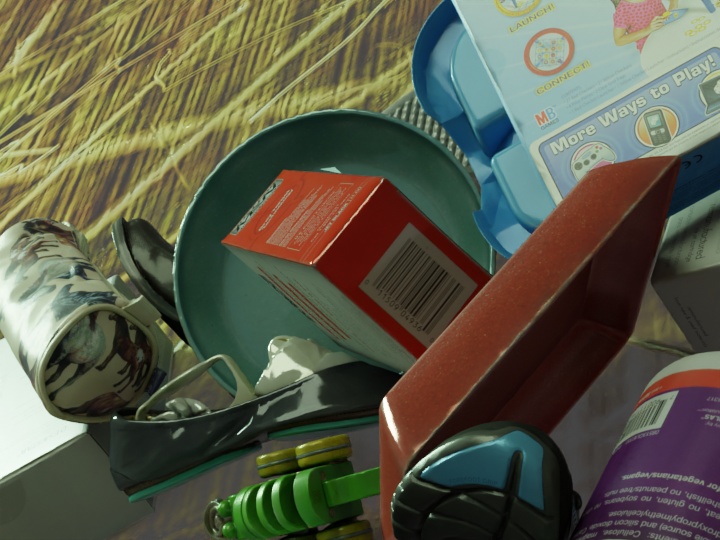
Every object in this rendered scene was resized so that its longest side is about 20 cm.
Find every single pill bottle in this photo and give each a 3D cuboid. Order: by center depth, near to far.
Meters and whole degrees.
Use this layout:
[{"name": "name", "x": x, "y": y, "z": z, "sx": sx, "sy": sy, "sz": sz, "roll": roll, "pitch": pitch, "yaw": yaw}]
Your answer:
[{"name": "pill bottle", "x": 0.132, "y": 0.136, "z": 0.740, "sx": 0.112, "sy": 0.113, "sz": 0.200, "roll": -9, "pitch": 37, "yaw": 44}]

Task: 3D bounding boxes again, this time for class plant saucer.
[{"name": "plant saucer", "x": 0.072, "y": 0.050, "z": 0.898, "sx": 0.037, "sy": 0.200, "sz": 0.200, "roll": 36, "pitch": 69, "yaw": 17}, {"name": "plant saucer", "x": -0.015, "y": 0.000, "z": 1.133, "sx": 0.199, "sy": 0.036, "sz": 0.201, "roll": -3, "pitch": 72, "yaw": 9}]

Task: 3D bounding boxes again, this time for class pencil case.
[{"name": "pencil case", "x": -0.188, "y": 0.027, "z": 1.194, "sx": 0.089, "sy": 0.078, "sz": 0.200, "roll": -36, "pitch": 29, "yaw": -7}]

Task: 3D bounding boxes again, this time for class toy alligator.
[{"name": "toy alligator", "x": -0.051, "y": 0.132, "z": 1.016, "sx": 0.054, "sy": 0.060, "sz": 0.200, "roll": -7, "pitch": -9, "yaw": -38}]

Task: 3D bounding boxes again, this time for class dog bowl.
[{"name": "dog bowl", "x": 0.107, "y": -0.084, "z": 1.101, "sx": 0.111, "sy": 0.050, "sz": 0.201, "roll": -30, "pitch": 63, "yaw": 12}]

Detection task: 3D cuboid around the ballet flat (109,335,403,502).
[{"name": "ballet flat", "x": -0.058, "y": 0.076, "z": 1.062, "sx": 0.199, "sy": 0.073, "sz": 0.073, "roll": -18, "pitch": 30, "yaw": 14}]

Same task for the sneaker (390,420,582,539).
[{"name": "sneaker", "x": 0.060, "y": 0.110, "z": 0.812, "sx": 0.082, "sy": 0.073, "sz": 0.200, "roll": -48, "pitch": -16, "yaw": -28}]

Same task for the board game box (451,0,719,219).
[{"name": "board game box", "x": 0.159, "y": -0.140, "z": 0.957, "sx": 0.199, "sy": 0.056, "sz": 0.196, "roll": -29, "pitch": 61, "yaw": 11}]

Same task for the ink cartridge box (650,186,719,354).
[{"name": "ink cartridge box", "x": 0.255, "y": -0.031, "z": 0.915, "sx": 0.199, "sy": 0.067, "sz": 0.116, "roll": -17, "pitch": 32, "yaw": 34}]

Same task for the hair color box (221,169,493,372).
[{"name": "hair color box", "x": 0.000, "y": 0.000, "z": 0.995, "sx": 0.061, "sy": 0.101, "sz": 0.200, "roll": -51, "pitch": 16, "yaw": -8}]

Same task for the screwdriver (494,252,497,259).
[{"name": "screwdriver", "x": 0.084, "y": -0.017, "z": 1.170, "sx": 0.029, "sy": 0.028, "sz": 0.201, "roll": -53, "pitch": 14, "yaw": 48}]

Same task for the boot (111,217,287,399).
[{"name": "boot", "x": -0.047, "y": -0.008, "z": 1.198, "sx": 0.174, "sy": 0.069, "sz": 0.200, "roll": -42, "pitch": 66, "yaw": -5}]

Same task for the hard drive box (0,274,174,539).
[{"name": "hard drive box", "x": -0.216, "y": 0.113, "z": 1.259, "sx": 0.155, "sy": 0.077, "sz": 0.200, "roll": -29, "pitch": 26, "yaw": 15}]

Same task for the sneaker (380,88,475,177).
[{"name": "sneaker", "x": 0.031, "y": -0.076, "z": 1.278, "sx": 0.199, "sy": 0.074, "sz": 0.082, "roll": -22, "pitch": -8, "yaw": -6}]
